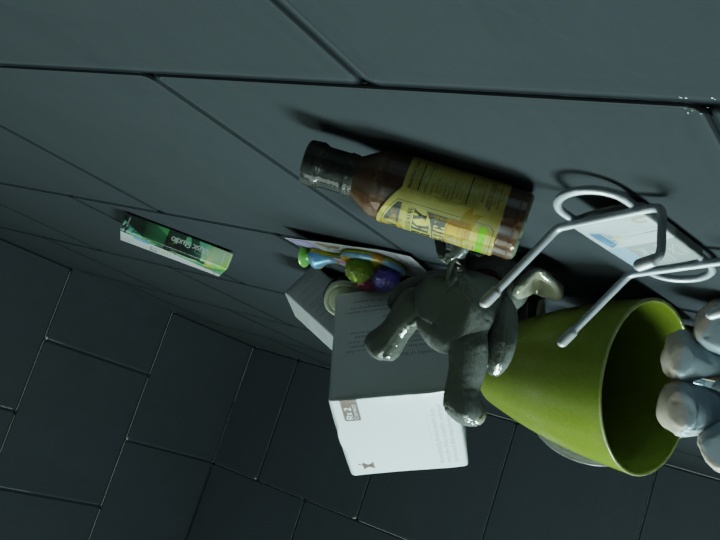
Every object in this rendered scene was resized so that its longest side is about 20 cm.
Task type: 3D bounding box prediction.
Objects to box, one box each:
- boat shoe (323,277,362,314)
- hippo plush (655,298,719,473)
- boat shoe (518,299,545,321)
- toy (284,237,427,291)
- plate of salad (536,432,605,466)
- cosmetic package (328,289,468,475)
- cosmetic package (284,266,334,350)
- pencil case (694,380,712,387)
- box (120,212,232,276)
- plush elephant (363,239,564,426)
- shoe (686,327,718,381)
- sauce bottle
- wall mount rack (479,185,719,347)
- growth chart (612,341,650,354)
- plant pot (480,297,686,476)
[{"bbox_3d":[0.040,0.051,1.421,0.198,0.075,0.066,8,-166,-10],"label":"boat shoe"},{"bbox_3d":[0.406,0.103,0.973,0.200,0.160,0.161,-37,160,26],"label":"hippo plush"},{"bbox_3d":[0.208,0.074,1.254,0.066,0.075,0.199,5,177,9],"label":"boat shoe"},{"bbox_3d":[0.000,0.000,1.314,0.199,0.047,0.115,13,171,31],"label":"toy"},{"bbox_3d":[0.328,0.187,1.315,0.199,0.200,0.048,14,142,23],"label":"plate of salad"},{"bbox_3d":[0.054,0.147,1.309,0.164,0.201,0.165,-7,132,8],"label":"cosmetic package"},{"bbox_3d":[-0.023,0.093,1.537,0.200,0.071,0.102,41,166,21],"label":"cosmetic package"},{"bbox_3d":[0.348,0.123,1.236,0.199,0.083,0.091,17,156,11],"label":"pencil case"},{"bbox_3d":[-0.336,-0.044,1.735,0.199,0.036,0.144,20,170,-11],"label":"box"},{"bbox_3d":[0.124,0.039,1.039,0.164,0.201,0.155,27,-160,35],"label":"plush elephant"},{"bbox_3d":[0.389,0.101,1.120,0.199,0.054,0.070,10,166,43],"label":"shoe"},{"bbox_3d":[0.046,-0.066,0.826,0.199,0.065,0.065,17,170,10],"label":"sauce bottle"},{"bbox_3d":[0.208,0.005,0.810,0.200,0.075,0.173,27,153,-37],"label":"wall mount rack"},{"bbox_3d":[0.326,0.144,1.189,0.144,0.018,0.200,1,139,32],"label":"growth chart"},{"bbox_3d":[0.237,0.118,1.077,0.187,0.188,0.200,27,164,-40],"label":"plant pot"}]
